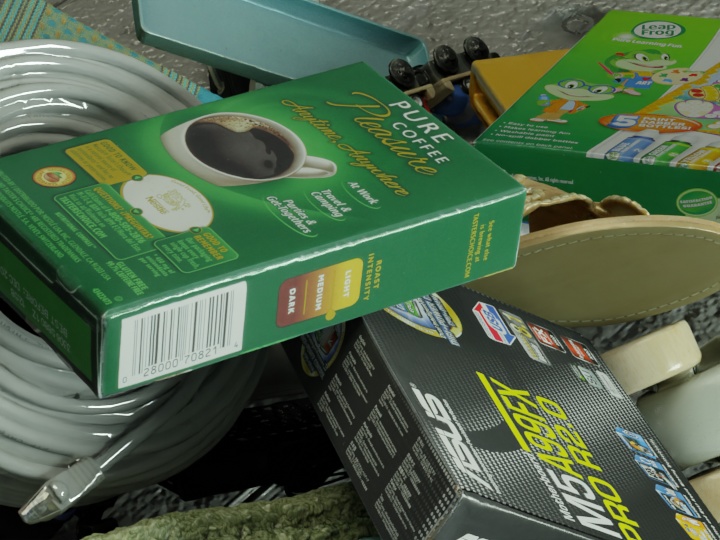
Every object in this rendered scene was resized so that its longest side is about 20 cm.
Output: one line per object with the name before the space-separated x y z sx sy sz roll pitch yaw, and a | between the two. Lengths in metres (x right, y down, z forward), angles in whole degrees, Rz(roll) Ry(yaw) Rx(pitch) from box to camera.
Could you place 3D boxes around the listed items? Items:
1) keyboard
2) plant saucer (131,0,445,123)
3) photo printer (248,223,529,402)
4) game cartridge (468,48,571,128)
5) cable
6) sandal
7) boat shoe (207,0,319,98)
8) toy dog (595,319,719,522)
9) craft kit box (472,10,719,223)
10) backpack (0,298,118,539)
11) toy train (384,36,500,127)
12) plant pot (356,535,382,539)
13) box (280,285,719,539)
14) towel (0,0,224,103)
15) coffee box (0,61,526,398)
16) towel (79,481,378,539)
keyboard | -0.014 0.065 1.114 0.199 0.040 0.104 -10 20 -39
plant saucer | -0.042 -0.126 1.346 0.199 0.019 0.070 15 47 -31
photo printer | 0.000 0.000 1.211 0.199 0.070 0.166 -9 21 0
game cartridge | 0.178 -0.071 1.294 0.199 0.033 0.176 -6 34 -15
cable | -0.130 0.002 1.024 0.200 0.069 0.201 -22 79 -35
sandal | 0.065 -0.012 1.099 0.211 0.078 0.070 -16 53 14
boat shoe | -0.052 -0.101 1.381 0.060 0.075 0.201 -39 38 31
toy dog | 0.204 0.048 1.121 0.199 0.133 0.096 -4 0 -1
craft kit box | 0.182 -0.070 1.187 0.199 0.049 0.197 8 25 24
backpack | -0.222 0.054 1.128 0.154 0.200 0.191 -38 30 23
toy train | 0.017 -0.088 1.326 0.200 0.034 0.046 -22 80 -45
plant pot | -0.028 0.182 0.929 0.200 0.141 0.142 -23 84 -36
box | 0.058 0.070 0.984 0.160 0.044 0.200 23 20 -30
towel | -0.124 -0.041 1.104 0.199 0.022 0.147 28 57 -10
coffee box | -0.046 -0.020 0.968 0.199 0.044 0.123 -18 39 -31
towel | -0.069 0.124 1.013 0.199 0.148 0.037 -7 75 -37
